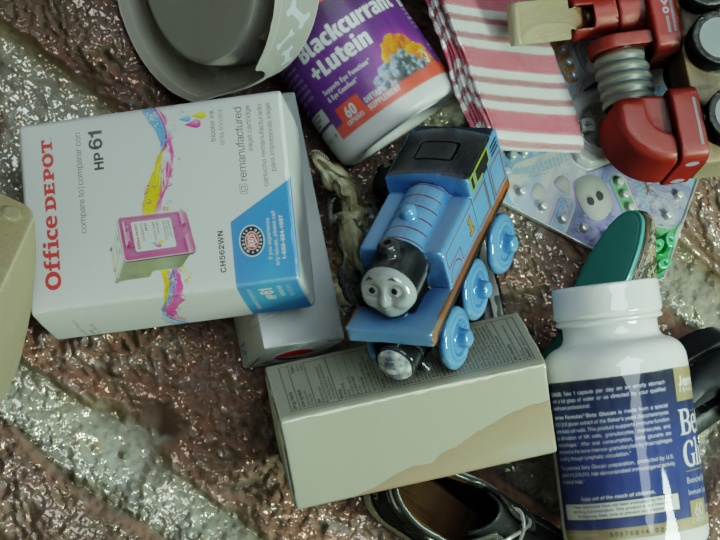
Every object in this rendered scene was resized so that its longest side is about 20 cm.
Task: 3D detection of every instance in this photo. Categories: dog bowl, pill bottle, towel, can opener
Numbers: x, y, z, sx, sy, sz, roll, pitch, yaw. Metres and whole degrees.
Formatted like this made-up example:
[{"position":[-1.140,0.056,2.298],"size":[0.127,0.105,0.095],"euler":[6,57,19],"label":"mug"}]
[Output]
[{"position":[-0.107,-0.229,1.641],"size":[0.058,0.200,0.201],"euler":[-15,79,-40],"label":"dog bowl"},{"position":[-0.024,-0.192,1.698],"size":[0.111,0.111,0.200],"euler":[-33,87,-25],"label":"pill bottle"},{"position":[0.196,0.109,1.631],"size":[0.110,0.111,0.201],"euler":[-7,88,-21],"label":"pill bottle"},{"position":[0.104,-0.183,1.726],"size":[0.146,0.030,0.201],"euler":[-1,68,-53],"label":"towel"},{"position":[0.240,0.122,1.734],"size":[0.200,0.079,0.064],"euler":[-35,126,-21],"label":"can opener"}]

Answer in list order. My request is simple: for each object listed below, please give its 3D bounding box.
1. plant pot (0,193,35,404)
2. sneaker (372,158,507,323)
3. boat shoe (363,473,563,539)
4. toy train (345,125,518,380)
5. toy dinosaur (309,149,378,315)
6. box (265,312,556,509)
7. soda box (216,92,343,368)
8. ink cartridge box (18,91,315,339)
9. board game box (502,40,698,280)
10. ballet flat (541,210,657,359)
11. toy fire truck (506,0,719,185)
[{"position":[-0.321,0.031,1.448],"size":[0.199,0.177,0.201],"euler":[25,41,-8],"label":"plant pot"},{"position":[0.059,0.005,1.702],"size":[0.087,0.076,0.201],"euler":[-11,74,-7],"label":"sneaker"},{"position":[0.099,0.202,1.649],"size":[0.199,0.068,0.072],"euler":[29,67,-12],"label":"boat shoe"},{"position":[0.050,-0.014,1.584],"size":[0.200,0.086,0.115],"euler":[-61,143,-42],"label":"toy train"},{"position":[0.000,0.000,1.646],"size":[0.047,0.088,0.201],"euler":[-9,85,-5],"label":"toy dinosaur"},{"position":[0.035,0.102,1.602],"size":[0.199,0.095,0.078],"euler":[-12,115,-4],"label":"box"},{"position":[-0.070,-0.031,1.660],"size":[0.068,0.063,0.201],"euler":[-6,76,-20],"label":"soda box"},{"position":[-0.142,-0.039,1.584],"size":[0.199,0.085,0.145],"euler":[-8,76,6],"label":"ink cartridge box"},{"position":[0.198,-0.120,1.801],"size":[0.199,0.026,0.201],"euler":[27,67,-10],"label":"board game box"},{"position":[0.192,0.051,1.732],"size":[0.075,0.068,0.201],"euler":[40,72,-31],"label":"ballet flat"},{"position":[0.209,-0.162,1.747],"size":[0.199,0.129,0.177],"euler":[-7,77,-9],"label":"toy fire truck"}]
